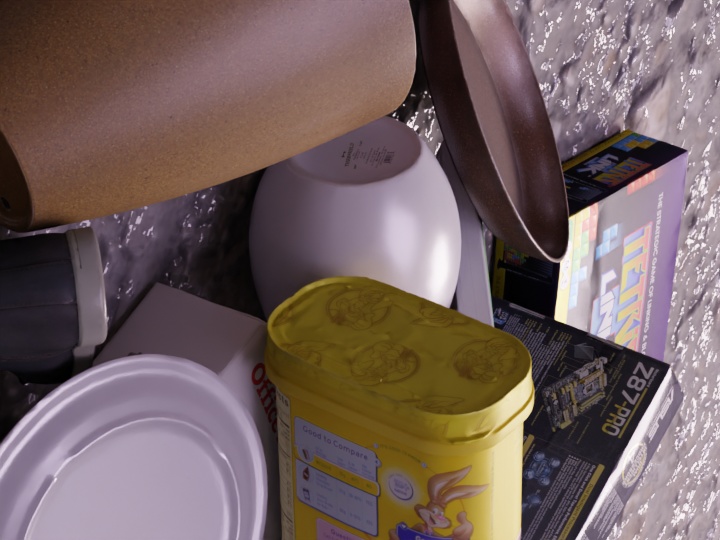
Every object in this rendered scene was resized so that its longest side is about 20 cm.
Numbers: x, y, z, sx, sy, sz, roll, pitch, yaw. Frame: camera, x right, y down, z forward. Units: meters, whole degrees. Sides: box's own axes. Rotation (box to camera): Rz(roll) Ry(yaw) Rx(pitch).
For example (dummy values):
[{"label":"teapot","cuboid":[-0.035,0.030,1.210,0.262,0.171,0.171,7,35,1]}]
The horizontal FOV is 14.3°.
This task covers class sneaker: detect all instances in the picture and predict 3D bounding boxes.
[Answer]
[{"label":"sneaker","cuboid":[-0.185,0.017,1.405,0.200,0.106,0.075,131,-46,-76]}]

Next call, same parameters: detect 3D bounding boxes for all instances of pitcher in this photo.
[{"label":"pitcher","cuboid":[0.000,0.000,1.675,0.172,0.121,0.200,-80,171,-55]}]

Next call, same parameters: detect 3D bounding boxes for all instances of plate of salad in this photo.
[{"label":"plate of salad","cuboid":[-0.129,0.135,1.445,0.200,0.048,0.201,-17,116,-39]}]

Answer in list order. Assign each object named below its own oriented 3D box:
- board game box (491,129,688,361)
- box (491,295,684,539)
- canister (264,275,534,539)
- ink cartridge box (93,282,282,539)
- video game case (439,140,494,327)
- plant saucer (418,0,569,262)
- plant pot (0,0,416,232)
[{"label":"board game box","cuboid":[0.153,0.024,1.971,0.165,0.057,0.200,-28,130,-47]},{"label":"box","cuboid":[0.090,0.124,1.827,0.200,0.161,0.049,-60,148,-17]},{"label":"canister","cuboid":[0.021,0.120,1.566,0.087,0.148,0.200,-38,139,-41]},{"label":"ink cartridge box","cuboid":[-0.118,0.130,1.576,0.200,0.083,0.147,-52,145,-27]},{"label":"video game case","cuboid":[0.064,0.054,1.732,0.182,0.022,0.200,91,-5,-53]},{"label":"plant saucer","cuboid":[0.077,-0.097,1.718,0.200,0.032,0.201,-17,90,-75]},{"label":"plant pot","cuboid":[-0.106,-0.107,1.389,0.200,0.186,0.187,-35,137,-25]}]
